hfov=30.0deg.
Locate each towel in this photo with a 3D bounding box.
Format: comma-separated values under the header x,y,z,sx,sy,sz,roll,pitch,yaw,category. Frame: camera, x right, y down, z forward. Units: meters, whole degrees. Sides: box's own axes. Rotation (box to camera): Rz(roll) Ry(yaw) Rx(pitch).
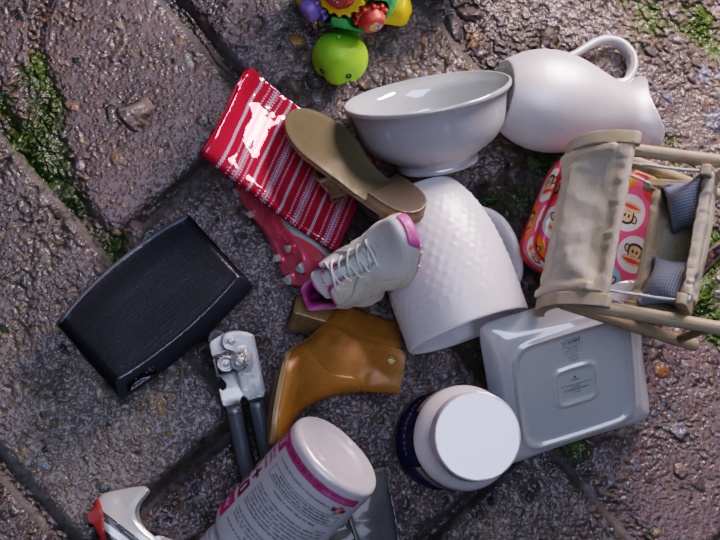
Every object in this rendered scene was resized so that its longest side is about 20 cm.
x,y,z,sx,sy,sz,roll,pitch,yaw,category
-0.080,-0.129,1.560,0.200,0.022,0.145,36,55,-16,towel

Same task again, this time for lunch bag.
x,y,z,sx,sy,sz,roll,pitch,yaw,category
0.295,-0.032,1.589,0.199,0.082,0.177,24,80,-5,lunch bag

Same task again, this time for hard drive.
x,y,z,sx,sy,sz,roll,pitch,yaw,category
-0.237,0.035,1.539,0.200,0.042,0.135,-41,78,-12,hard drive

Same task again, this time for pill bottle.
x,y,z,sx,sy,sz,roll,pitch,yaw,category
-0.086,0.266,1.467,0.113,0.113,0.200,41,108,-1,pill bottle
0.108,0.187,1.499,0.115,0.200,0.117,1,81,-9,pill bottle

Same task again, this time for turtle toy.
x,y,z,sx,sy,sz,roll,pitch,yaw,category
-0.015,-0.320,1.587,0.145,0.101,0.201,11,121,10,turtle toy

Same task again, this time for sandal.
x,y,z,sx,sy,sz,roll,pitch,yaw,category
-0.016,-0.099,1.533,0.211,0.070,0.077,38,47,26,sandal

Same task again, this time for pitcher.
x,y,z,sx,sy,sz,roll,pitch,yaw,category
0.258,-0.222,1.636,0.199,0.121,0.173,6,61,-18,pitcher

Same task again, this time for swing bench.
x,y,z,sx,sy,sz,roll,pitch,yaw,category
0.309,-0.035,1.476,0.199,0.130,0.200,13,77,-3,swing bench

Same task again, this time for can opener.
x,y,z,sx,sy,sz,roll,pitch,yaw,category
-0.129,0.163,1.541,0.052,0.066,0.201,-13,92,-6,can opener

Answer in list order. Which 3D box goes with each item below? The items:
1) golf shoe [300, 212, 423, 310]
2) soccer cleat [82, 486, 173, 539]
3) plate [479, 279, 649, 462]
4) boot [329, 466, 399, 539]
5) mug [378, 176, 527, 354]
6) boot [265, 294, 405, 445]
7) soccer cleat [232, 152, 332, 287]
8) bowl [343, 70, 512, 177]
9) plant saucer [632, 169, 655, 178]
x,y,z,sx,sy,sz,roll,pitch,yaw,category
0.000,0.000,1.478,0.091,0.200,0.076,-16,74,-29,golf shoe
-0.239,0.337,1.492,0.085,0.069,0.201,-21,81,-7,soccer cleat
0.245,0.125,1.560,0.198,0.032,0.201,-16,119,-9,plate
-0.025,0.340,1.522,0.181,0.073,0.201,-17,91,-24,boot
0.114,-0.014,1.571,0.199,0.147,0.176,-10,75,-40,mug
-0.024,0.123,1.530,0.143,0.071,0.202,17,55,-7,boot
-0.090,-0.073,1.585,0.076,0.067,0.201,-15,74,-46,soccer cleat
0.085,-0.166,1.569,0.200,0.201,0.091,-15,109,-11,bowl
0.313,-0.034,1.650,0.199,0.032,0.202,1,81,-8,plant saucer
